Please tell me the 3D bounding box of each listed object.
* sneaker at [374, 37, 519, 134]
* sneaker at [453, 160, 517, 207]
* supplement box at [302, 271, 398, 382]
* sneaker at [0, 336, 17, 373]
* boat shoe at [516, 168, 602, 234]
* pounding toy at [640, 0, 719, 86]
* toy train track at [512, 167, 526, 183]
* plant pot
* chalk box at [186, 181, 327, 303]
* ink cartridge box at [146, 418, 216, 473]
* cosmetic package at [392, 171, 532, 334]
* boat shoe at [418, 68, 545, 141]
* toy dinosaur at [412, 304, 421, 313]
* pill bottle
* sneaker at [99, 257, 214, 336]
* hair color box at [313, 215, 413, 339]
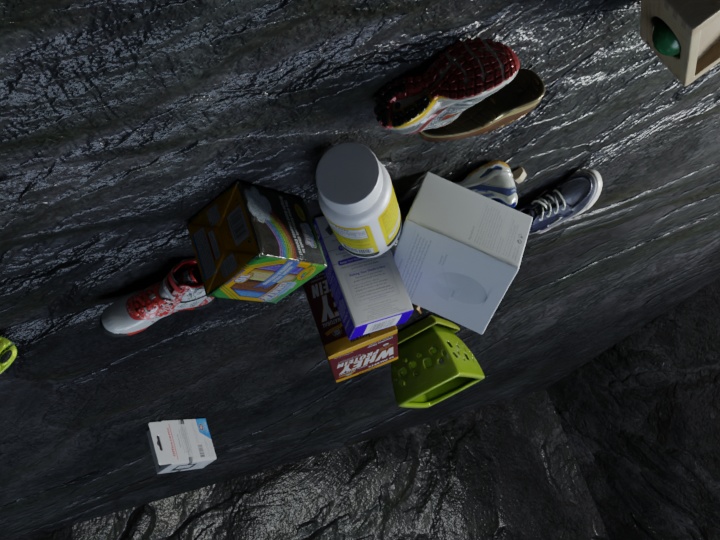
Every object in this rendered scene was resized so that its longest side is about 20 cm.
[{"bbox_3d":[0.117,-0.241,1.093,0.196,0.080,0.082,-19,166,20],"label":"sneaker"},{"bbox_3d":[0.181,-0.110,1.441,0.198,0.090,0.075,-29,161,27],"label":"sneaker"},{"bbox_3d":[-0.024,0.070,1.515,0.130,0.204,0.198,-20,160,-4],"label":"supplement box"},{"bbox_3d":[-0.632,0.162,1.342,0.198,0.075,0.084,-32,-178,17],"label":"sneaker"},{"bbox_3d":[0.380,-0.127,1.619,0.091,0.076,0.200,-14,160,-40],"label":"boat shoe"},{"bbox_3d":[0.422,-0.358,1.052,0.198,0.144,0.184,-36,158,7],"label":"pounding toy"},{"bbox_3d":[0.220,-0.126,1.524,0.197,0.033,0.114,-29,158,20],"label":"toy train track"},{"bbox_3d":[0.185,0.236,2.165,0.197,0.185,0.198,-29,158,21],"label":"plant pot"},{"bbox_3d":[-0.142,-0.035,1.251,0.123,0.127,0.198,-32,156,27],"label":"chalk box"},{"bbox_3d":[-0.476,0.452,2.121,0.067,0.118,0.198,-33,156,27],"label":"ink cartridge box"},{"bbox_3d":[0.160,-0.027,1.402,0.196,0.124,0.201,22,142,3],"label":"cosmetic package"},{"bbox_3d":[0.170,-0.222,1.180,0.196,0.073,0.068,-21,158,-12],"label":"boat shoe"},{"bbox_3d":[0.146,0.033,1.834,0.106,0.060,0.200,-46,165,-4],"label":"toy dinosaur"},{"bbox_3d":[-0.002,-0.104,1.237,0.112,0.116,0.200,-22,160,2],"label":"pill bottle"},{"bbox_3d":[-0.325,0.038,1.330,0.197,0.068,0.108,-17,158,-23],"label":"sneaker"},{"bbox_3d":[0.000,0.000,1.368,0.107,0.204,0.065,-14,161,-18],"label":"hair color box"}]
